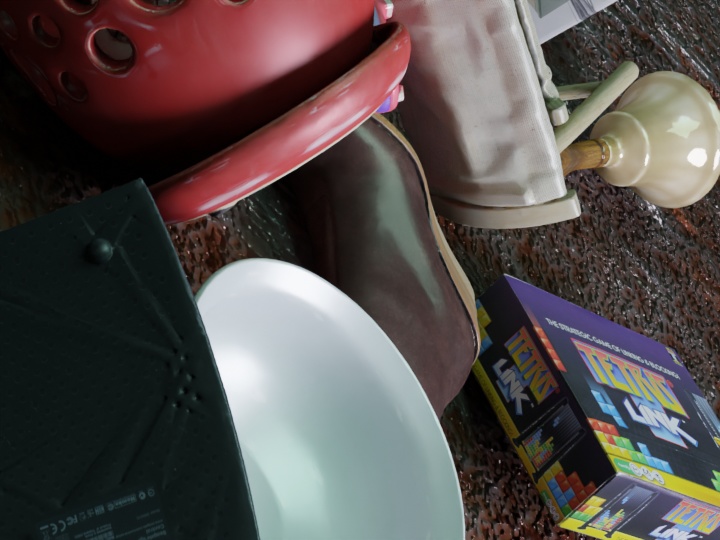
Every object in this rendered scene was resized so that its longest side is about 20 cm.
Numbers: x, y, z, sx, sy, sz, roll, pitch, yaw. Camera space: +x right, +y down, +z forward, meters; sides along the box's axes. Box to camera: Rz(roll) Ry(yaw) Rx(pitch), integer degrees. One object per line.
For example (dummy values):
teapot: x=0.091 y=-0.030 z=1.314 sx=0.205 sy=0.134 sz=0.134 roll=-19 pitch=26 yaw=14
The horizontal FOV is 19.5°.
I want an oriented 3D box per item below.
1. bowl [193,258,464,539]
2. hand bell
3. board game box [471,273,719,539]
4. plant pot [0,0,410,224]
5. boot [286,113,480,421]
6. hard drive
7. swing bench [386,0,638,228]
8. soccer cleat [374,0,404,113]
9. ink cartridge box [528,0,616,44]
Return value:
bowl: x=-0.045 y=0.103 z=1.024 sx=0.201 sy=0.090 sz=0.202 roll=36 pitch=38 yaw=-34
hand bell: x=0.167 y=-0.085 z=1.514 sx=0.200 sy=0.104 sz=0.104 roll=-12 pitch=73 yaw=-46
board game box: x=0.166 y=0.101 z=1.324 sx=0.200 sy=0.057 sz=0.166 roll=22 pitch=32 yaw=-46
plant pot: x=-0.082 y=-0.139 z=1.076 sx=0.183 sy=0.200 sz=0.200 roll=58 pitch=31 yaw=-13
boot: x=0.000 y=0.000 z=1.192 sx=0.200 sy=0.072 sz=0.167 roll=52 pitch=29 yaw=-19
hard drive: x=-0.119 y=0.074 z=0.911 sx=0.042 sy=0.134 sz=0.201 roll=54 pitch=17 yaw=-70
swing bench: x=0.075 y=-0.157 z=1.330 sx=0.200 sy=0.129 sz=0.200 roll=-59 pitch=137 yaw=-53
soccer cleat: x=-0.031 y=-0.147 z=1.223 sx=0.200 sy=0.076 sz=0.067 roll=-119 pitch=-159 yaw=-49
ink cartridge box: x=0.181 y=-0.244 z=1.540 sx=0.084 sy=0.200 sz=0.145 roll=59 pitch=31 yaw=-5
